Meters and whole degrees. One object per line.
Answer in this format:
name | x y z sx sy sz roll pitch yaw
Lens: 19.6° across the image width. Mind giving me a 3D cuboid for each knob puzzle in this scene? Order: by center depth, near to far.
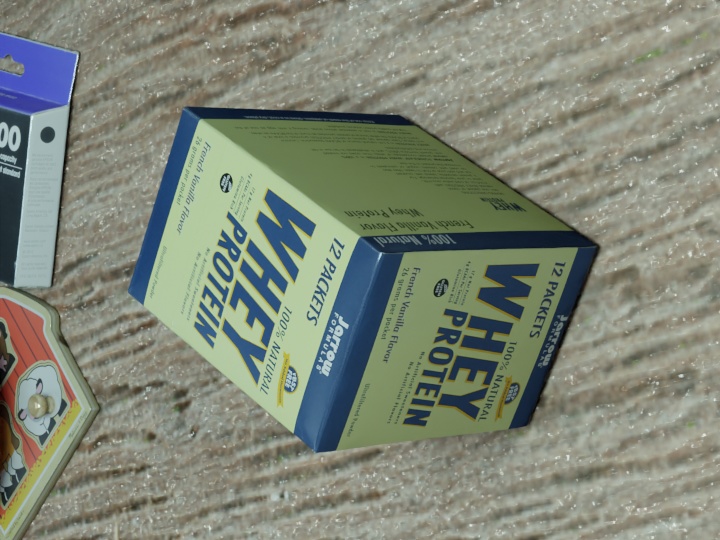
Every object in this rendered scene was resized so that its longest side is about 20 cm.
knob puzzle | -0.310 0.103 1.767 0.219 0.030 0.221 1 92 47

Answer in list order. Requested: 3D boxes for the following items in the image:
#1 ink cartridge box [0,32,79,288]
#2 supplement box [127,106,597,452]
ink cartridge box | -0.321 -0.102 1.768 0.198 0.043 0.201 17 102 45
supplement box | 0.000 0.000 1.320 0.200 0.199 0.135 36 117 38
